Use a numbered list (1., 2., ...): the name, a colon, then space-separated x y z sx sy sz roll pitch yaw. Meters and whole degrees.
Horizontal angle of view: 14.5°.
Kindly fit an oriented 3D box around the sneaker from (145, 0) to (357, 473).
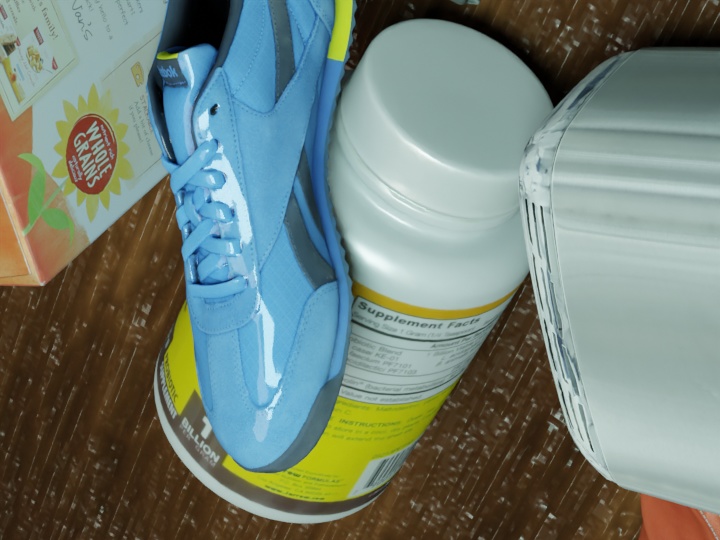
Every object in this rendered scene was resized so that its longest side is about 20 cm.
1. sneaker: -0.047 -0.032 0.986 0.066 0.078 0.202 -5 80 41

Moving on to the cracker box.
1. cracker box: -0.099 -0.102 1.015 0.057 0.200 0.135 1 121 35

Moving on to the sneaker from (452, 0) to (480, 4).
1. sneaker: 0.049 -0.181 0.953 0.090 0.067 0.200 38 136 2

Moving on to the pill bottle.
1. pill bottle: 0.000 0.000 1.082 0.109 0.109 0.200 37 133 7

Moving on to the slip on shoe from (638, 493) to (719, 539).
1. slip on shoe: 0.126 0.149 1.121 0.074 0.061 0.201 47 148 47

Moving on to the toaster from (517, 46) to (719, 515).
1. toaster: 0.136 0.000 0.988 0.128 0.114 0.201 7 127 33
